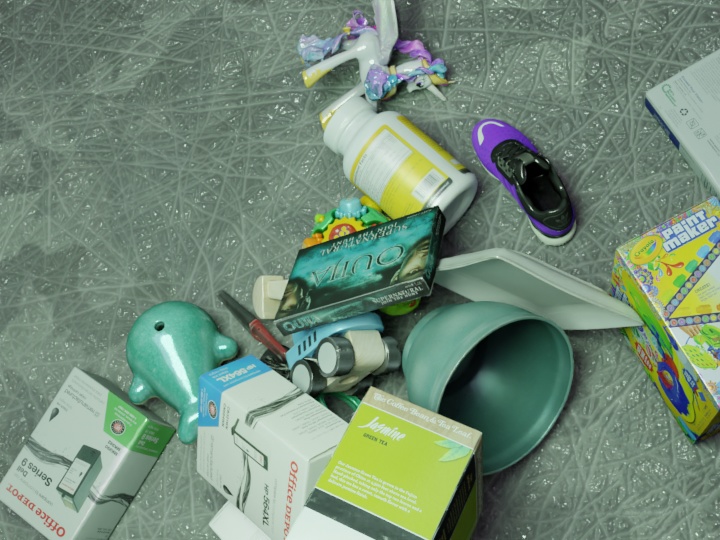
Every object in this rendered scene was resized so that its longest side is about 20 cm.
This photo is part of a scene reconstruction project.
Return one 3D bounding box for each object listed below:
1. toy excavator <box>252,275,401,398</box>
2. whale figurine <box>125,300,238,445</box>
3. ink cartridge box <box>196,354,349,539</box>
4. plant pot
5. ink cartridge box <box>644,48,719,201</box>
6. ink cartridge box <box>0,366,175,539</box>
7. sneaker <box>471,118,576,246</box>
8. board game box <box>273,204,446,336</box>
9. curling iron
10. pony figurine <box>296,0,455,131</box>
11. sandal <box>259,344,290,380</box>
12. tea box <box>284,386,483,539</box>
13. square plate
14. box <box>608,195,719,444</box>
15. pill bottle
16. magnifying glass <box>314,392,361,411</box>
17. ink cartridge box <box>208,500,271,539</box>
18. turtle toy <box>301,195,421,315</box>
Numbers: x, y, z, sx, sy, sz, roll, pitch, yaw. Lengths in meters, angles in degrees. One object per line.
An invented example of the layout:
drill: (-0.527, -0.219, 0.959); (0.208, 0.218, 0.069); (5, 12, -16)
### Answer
toy excavator: (-0.056, 0.066, 1.180); (0.194, 0.099, 0.202); (-41, 57, 44)
whale figurine: (-0.237, 0.126, 1.224); (0.158, 0.104, 0.201); (-25, 55, -6)
ink cartridge box: (-0.099, 0.213, 1.078); (0.199, 0.084, 0.147); (29, 123, 39)
plant pot: (0.131, 0.119, 1.098); (0.201, 0.200, 0.134); (-51, 39, -4)
ink cartridge box: (0.492, -0.192, 1.155); (0.199, 0.043, 0.197); (-29, 65, 4)
ink cartridge box: (-0.369, 0.257, 1.250); (0.145, 0.084, 0.201); (28, 82, 22)
sneaker: (0.209, -0.132, 1.189); (0.069, 0.100, 0.201); (-35, 67, 1)
board game box: (0.000, 0.000, 1.093); (0.198, 0.028, 0.136); (-18, 34, 26)
curling iron: (-0.144, 0.081, 1.243); (0.200, 0.049, 0.026); (47, 131, 42)
pony figurine: (0.015, -0.305, 1.296); (0.198, 0.167, 0.195); (-17, 100, 7)
sandal: (-0.130, 0.193, 1.219); (0.075, 0.043, 0.202); (16, 78, 21)
tea box: (0.034, 0.268, 0.970); (0.133, 0.201, 0.197); (20, 58, 21)
square plate: (0.186, 0.021, 1.052); (0.199, 0.198, 0.029); (23, 77, -19)
box: (0.374, 0.061, 1.016); (0.121, 0.200, 0.194); (-27, 66, 1)
pill bottle: (0.048, -0.137, 1.223); (0.200, 0.112, 0.112); (42, 88, 17)
magnifying glass: (0.018, 0.213, 1.158); (0.200, 0.079, 0.022); (44, 112, 13)
ink cartridge box: (-0.083, 0.346, 1.152); (0.109, 0.050, 0.200); (-47, 67, -3)
turtle toy: (0.005, -0.014, 1.213); (0.200, 0.101, 0.146); (42, 88, 24)
